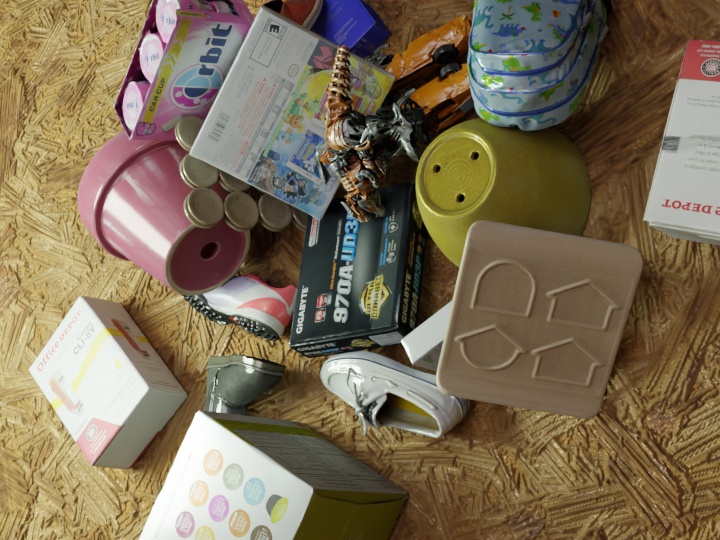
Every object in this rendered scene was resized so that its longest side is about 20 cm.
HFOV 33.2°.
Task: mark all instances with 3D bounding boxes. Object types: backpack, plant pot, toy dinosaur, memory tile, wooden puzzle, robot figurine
[{"bbox_3d":[0.186,-0.247,1.336,0.162,0.154,0.201,10,69,15],"label":"backpack"},{"bbox_3d":[0.140,-0.093,1.370,0.199,0.142,0.201,-8,75,33],"label":"plant pot"},{"bbox_3d":[0.004,-0.156,1.416,0.135,0.201,0.102,-8,41,17],"label":"toy dinosaur"},{"bbox_3d":[-0.140,-0.120,1.539,0.017,0.199,0.154,-34,61,49],"label":"memory tile"},{"bbox_3d":[0.186,0.050,1.287,0.184,0.046,0.201,9,114,-2],"label":"wooden puzzle"},{"bbox_3d":[-0.243,-0.070,1.583,0.200,0.200,0.179,-54,52,12],"label":"plant pot"},{"bbox_3d":[0.068,-0.222,1.499,0.199,0.058,0.146,-27,65,26],"label":"robot figurine"}]

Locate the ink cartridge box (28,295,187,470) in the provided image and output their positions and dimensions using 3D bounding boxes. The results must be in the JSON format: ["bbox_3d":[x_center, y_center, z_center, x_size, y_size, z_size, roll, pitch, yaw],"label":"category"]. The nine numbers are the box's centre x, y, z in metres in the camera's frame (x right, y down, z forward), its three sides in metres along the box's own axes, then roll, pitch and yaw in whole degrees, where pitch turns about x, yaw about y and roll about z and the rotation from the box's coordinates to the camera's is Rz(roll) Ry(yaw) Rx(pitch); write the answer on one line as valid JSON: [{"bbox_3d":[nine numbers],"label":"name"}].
[{"bbox_3d":[-0.355,0.155,1.684,0.145,0.083,0.200,-52,57,13],"label":"ink cartridge box"}]

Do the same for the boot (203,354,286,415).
[{"bbox_3d":[-0.162,0.211,1.532,0.182,0.072,0.201,-15,61,63],"label":"boot"}]

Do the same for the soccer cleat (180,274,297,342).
[{"bbox_3d":[-0.164,0.034,1.604,0.199,0.068,0.073,17,65,39],"label":"soccer cleat"}]

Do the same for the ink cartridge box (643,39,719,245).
[{"bbox_3d":[0.393,-0.125,1.242,0.146,0.083,0.201,13,86,36],"label":"ink cartridge box"}]

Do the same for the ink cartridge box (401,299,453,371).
[{"bbox_3d":[0.149,0.044,1.359,0.200,0.099,0.039,-37,59,21],"label":"ink cartridge box"}]

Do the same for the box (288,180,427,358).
[{"bbox_3d":[0.000,0.000,1.474,0.158,0.046,0.201,-11,59,33],"label":"box"}]

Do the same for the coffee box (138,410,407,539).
[{"bbox_3d":[-0.103,0.300,1.410,0.197,0.200,0.201,27,95,35],"label":"coffee box"}]

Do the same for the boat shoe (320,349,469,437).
[{"bbox_3d":[0.022,0.156,1.419,0.201,0.086,0.075,16,127,31],"label":"boat shoe"}]

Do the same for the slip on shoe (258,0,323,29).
[{"bbox_3d":[-0.097,-0.330,1.556,0.074,0.061,0.200,-30,25,32],"label":"slip on shoe"}]

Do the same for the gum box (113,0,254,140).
[{"bbox_3d":[-0.216,-0.256,1.497,0.066,0.113,0.200,58,135,32],"label":"gum box"}]

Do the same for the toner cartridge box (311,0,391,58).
[{"bbox_3d":[-0.060,-0.281,1.607,0.200,0.043,0.095,-43,58,19],"label":"toner cartridge box"}]

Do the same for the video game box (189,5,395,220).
[{"bbox_3d":[-0.082,-0.190,1.468,0.182,0.047,0.201,27,104,-7],"label":"video game box"}]
